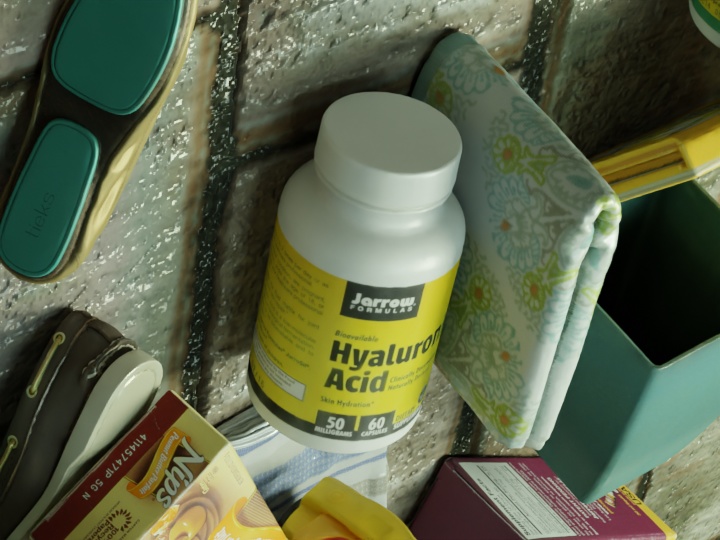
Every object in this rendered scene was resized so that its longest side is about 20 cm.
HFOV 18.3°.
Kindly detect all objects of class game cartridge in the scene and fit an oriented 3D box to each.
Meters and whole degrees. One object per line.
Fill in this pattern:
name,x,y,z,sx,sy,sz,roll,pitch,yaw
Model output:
game cartridge,0.234,-0.094,1.453,0.199,0.033,0.176,-28,-175,-28

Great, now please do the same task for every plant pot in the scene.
plant pot,0.185,0.058,1.556,0.141,0.141,0.201,-24,147,-30

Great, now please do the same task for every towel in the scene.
towel,0.079,-0.015,1.329,0.048,0.171,0.201,-14,135,-31
towel,-0.037,0.144,1.496,0.146,0.024,0.201,-27,142,-26

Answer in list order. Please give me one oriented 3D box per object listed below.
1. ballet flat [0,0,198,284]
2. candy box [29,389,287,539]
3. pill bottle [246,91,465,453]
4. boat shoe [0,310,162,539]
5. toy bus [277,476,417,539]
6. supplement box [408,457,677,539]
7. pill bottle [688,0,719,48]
ballet flat,-0.132,-0.086,1.134,0.201,0.068,0.063,-60,172,23
candy box,-0.114,0.159,1.323,0.115,0.055,0.200,-45,159,-11
pill bottle,0.000,0.000,1.310,0.111,0.111,0.201,-20,137,-35
boat shoe,-0.185,0.116,1.269,0.201,0.059,0.072,-59,160,19
toy bus,-0.049,0.262,1.448,0.192,0.136,0.201,-29,145,-37
supplement box,0.124,0.220,1.681,0.199,0.103,0.131,4,122,-49
pill bottle,0.270,-0.234,1.369,0.112,0.113,0.201,-26,141,-29
